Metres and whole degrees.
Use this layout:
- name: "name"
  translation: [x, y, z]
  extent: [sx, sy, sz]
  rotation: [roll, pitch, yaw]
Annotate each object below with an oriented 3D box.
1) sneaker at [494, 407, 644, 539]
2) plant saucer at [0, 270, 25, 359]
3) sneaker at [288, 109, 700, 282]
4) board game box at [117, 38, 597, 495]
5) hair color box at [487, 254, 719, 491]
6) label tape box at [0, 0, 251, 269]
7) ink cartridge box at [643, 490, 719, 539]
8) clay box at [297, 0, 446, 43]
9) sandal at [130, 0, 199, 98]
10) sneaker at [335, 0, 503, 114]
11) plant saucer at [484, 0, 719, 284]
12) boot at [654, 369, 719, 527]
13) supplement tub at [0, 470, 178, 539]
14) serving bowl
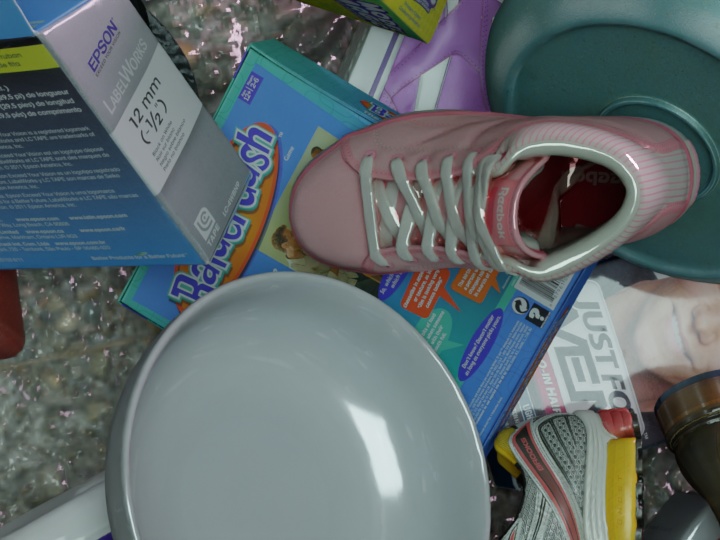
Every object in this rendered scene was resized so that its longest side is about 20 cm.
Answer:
- name: "sneaker"
  translation: [0.095, 0.166, 1.220]
  extent: [0.082, 0.078, 0.200]
  rotation: [0, 70, 7]
- name: "plant saucer"
  translation: [-0.280, -0.043, 1.268]
  extent: [0.199, 0.037, 0.200]
  rotation: [-8, 88, -7]
- name: "sneaker"
  translation: [0.048, -0.034, 1.153]
  extent: [0.200, 0.105, 0.076]
  rotation: [-5, 98, 20]
- name: "board game box"
  translation: [0.000, 0.000, 1.251]
  extent: [0.200, 0.045, 0.152]
  rotation: [32, 106, 8]
- name: "hair color box"
  translation: [0.153, 0.036, 1.309]
  extent: [0.200, 0.061, 0.100]
  rotation: [-18, 90, -9]
- name: "label tape box"
  translation: [-0.162, -0.086, 1.183]
  extent: [0.200, 0.143, 0.066]
  rotation: [57, 45, -38]
- name: "ink cartridge box"
  translation: [0.167, 0.233, 1.290]
  extent: [0.148, 0.086, 0.200]
  rotation: [38, 85, -4]
- name: "clay box"
  translation: [-0.039, -0.166, 1.223]
  extent: [0.200, 0.115, 0.048]
  rotation: [22, 85, 26]
- name: "sandal"
  translation: [-0.153, -0.140, 1.283]
  extent: [0.075, 0.048, 0.201]
  rotation: [-34, 91, -8]
- name: "sneaker"
  translation: [0.059, -0.123, 1.303]
  extent: [0.114, 0.073, 0.201]
  rotation: [23, 96, -7]
- name: "plant saucer"
  translation: [0.144, -0.063, 1.196]
  extent: [0.200, 0.200, 0.027]
  rotation: [39, 54, -4]
- name: "boot"
  translation: [0.233, 0.114, 1.269]
  extent: [0.200, 0.075, 0.097]
  rotation: [10, 51, -38]
- name: "supplement tub"
  translation: [-0.107, 0.204, 1.224]
  extent: [0.145, 0.145, 0.200]
  rotation: [-29, 91, -8]
- name: "serving bowl"
  translation: [-0.037, 0.105, 1.175]
  extent: [0.200, 0.066, 0.201]
  rotation: [12, 68, -31]
